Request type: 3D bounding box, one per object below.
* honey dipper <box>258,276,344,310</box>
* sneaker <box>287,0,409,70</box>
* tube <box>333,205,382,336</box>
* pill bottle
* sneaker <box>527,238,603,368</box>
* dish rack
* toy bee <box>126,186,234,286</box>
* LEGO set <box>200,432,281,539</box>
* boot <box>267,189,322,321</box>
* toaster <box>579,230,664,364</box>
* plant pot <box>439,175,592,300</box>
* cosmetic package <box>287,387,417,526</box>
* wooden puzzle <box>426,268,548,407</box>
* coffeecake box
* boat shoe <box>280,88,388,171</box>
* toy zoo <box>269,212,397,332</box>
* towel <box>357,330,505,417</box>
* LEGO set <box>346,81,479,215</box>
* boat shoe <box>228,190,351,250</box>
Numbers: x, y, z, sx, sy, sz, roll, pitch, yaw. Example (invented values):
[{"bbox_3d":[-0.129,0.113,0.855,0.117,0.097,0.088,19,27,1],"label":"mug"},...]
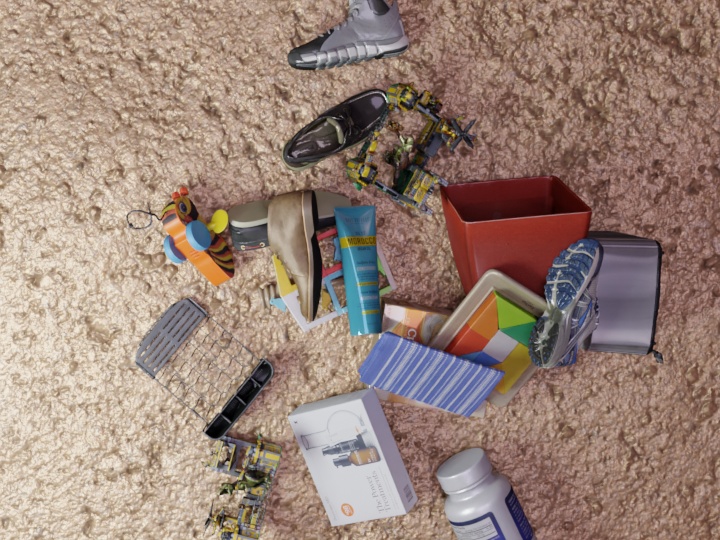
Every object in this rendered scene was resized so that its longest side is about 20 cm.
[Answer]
[{"bbox_3d":[-0.066,0.023,1.683,0.196,0.038,0.039,-14,98,-7],"label":"honey dipper"},{"bbox_3d":[-0.027,-0.382,1.627,0.196,0.075,0.118,-11,93,-15],"label":"sneaker"},{"bbox_3d":[0.000,0.000,1.637,0.076,0.050,0.204,-3,86,-37],"label":"tube"},{"bbox_3d":[0.206,0.402,1.711,0.118,0.120,0.203,-26,98,-2],"label":"pill bottle"},{"bbox_3d":[0.317,0.051,1.546,0.084,0.077,0.203,14,102,-34],"label":"sneaker"},{"bbox_3d":[-0.254,0.151,1.663,0.199,0.055,0.154,41,85,-8],"label":"dish rack"},{"bbox_3d":[-0.263,-0.072,1.616,0.128,0.110,0.201,-9,139,13],"label":"toy bee"},{"bbox_3d":[-0.203,0.343,1.650,0.114,0.154,0.204,15,92,-7],"label":"LEGO set"},{"bbox_3d":[-0.099,-0.021,1.605,0.074,0.074,0.204,-3,103,6],"label":"boot"},{"bbox_3d":[0.394,0.036,1.648,0.116,0.200,0.185,2,97,-10],"label":"toaster"},{"bbox_3d":[0.238,-0.030,1.637,0.195,0.201,0.180,-5,111,-5],"label":"plant pot"},{"bbox_3d":[-0.013,0.302,1.677,0.149,0.052,0.203,-17,99,33],"label":"cosmetic package"},{"bbox_3d":[0.211,0.112,1.596,0.183,0.037,0.201,29,114,-25],"label":"wooden puzzle"},{"bbox_3d":[0.116,0.141,1.694,0.196,0.073,0.157,10,96,-7],"label":"coffeecake box"},{"bbox_3d":[-0.035,-0.219,1.641,0.198,0.065,0.074,-35,97,-2],"label":"boat shoe"},{"bbox_3d":[-0.054,0.009,1.659,0.197,0.020,0.133,-24,93,-10],"label":"toy zoo"},{"bbox_3d":[0.105,0.159,1.603,0.197,0.145,0.024,19,52,-8],"label":"towel"},{"bbox_3d":[0.083,-0.183,1.605,0.153,0.115,0.201,39,85,-31],"label":"LEGO set"},{"bbox_3d":[-0.111,-0.079,1.654,0.197,0.074,0.064,-11,127,-11],"label":"boat shoe"}]
